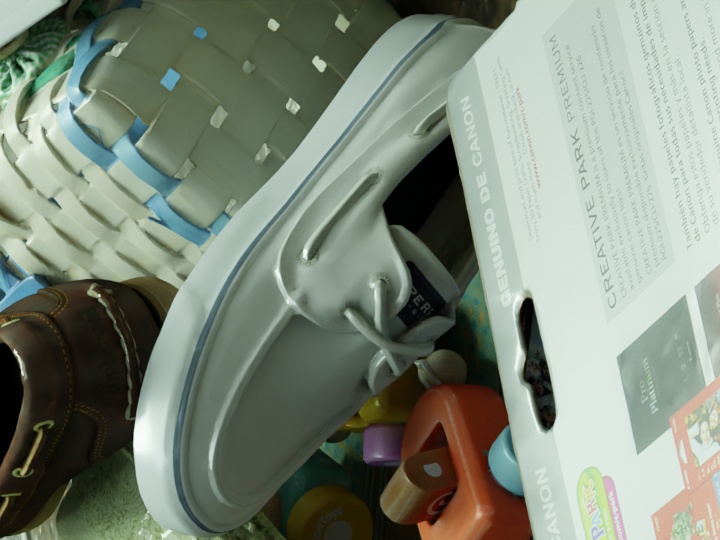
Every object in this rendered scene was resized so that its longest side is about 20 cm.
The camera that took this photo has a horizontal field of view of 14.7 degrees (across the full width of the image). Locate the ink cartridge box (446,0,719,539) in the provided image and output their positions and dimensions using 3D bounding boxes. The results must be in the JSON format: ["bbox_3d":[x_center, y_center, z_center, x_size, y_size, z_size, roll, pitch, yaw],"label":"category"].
[{"bbox_3d":[0.111,-0.005,0.714,0.176,0.083,0.201,-44,48,49],"label":"ink cartridge box"}]

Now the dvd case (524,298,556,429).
[{"bbox_3d":[0.105,0.043,0.838,0.200,0.017,0.144,35,124,57],"label":"dvd case"}]

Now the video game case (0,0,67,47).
[{"bbox_3d":[-0.076,-0.154,0.979,0.200,0.018,0.143,-55,16,-23],"label":"video game case"}]

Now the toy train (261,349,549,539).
[{"bbox_3d":[-0.007,0.084,0.954,0.200,0.055,0.151,-54,39,44],"label":"toy train"}]

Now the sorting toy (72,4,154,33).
[{"bbox_3d":[-0.142,-0.163,1.148,0.107,0.180,0.201,-46,49,24],"label":"sorting toy"}]

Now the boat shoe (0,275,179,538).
[{"bbox_3d":[-0.129,0.051,0.955,0.200,0.070,0.071,-38,73,53],"label":"boat shoe"}]

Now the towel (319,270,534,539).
[{"bbox_3d":[0.019,0.075,1.013,0.147,0.022,0.201,35,124,58],"label":"towel"}]

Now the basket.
[{"bbox_3d":[-0.084,-0.044,1.039,0.200,0.139,0.177,-44,13,51],"label":"basket"}]

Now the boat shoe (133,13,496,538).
[{"bbox_3d":[0.000,0.000,0.893,0.065,0.074,0.201,13,66,42],"label":"boat shoe"}]

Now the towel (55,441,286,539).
[{"bbox_3d":[-0.045,0.145,0.974,0.200,0.036,0.149,46,144,28],"label":"towel"}]
